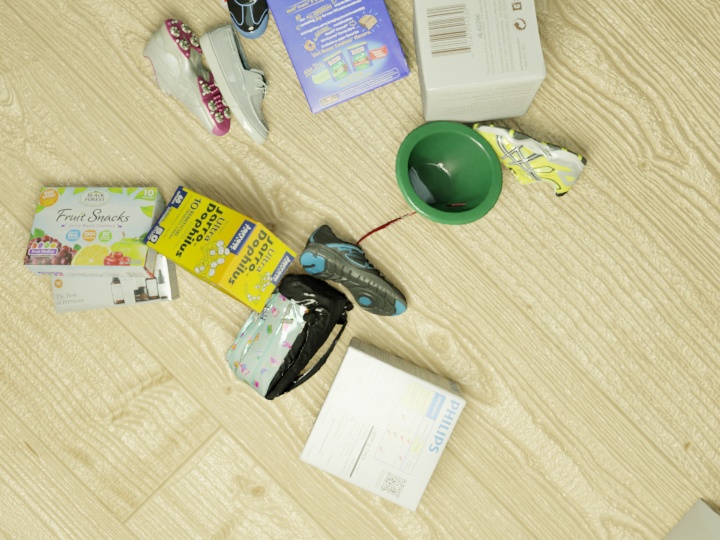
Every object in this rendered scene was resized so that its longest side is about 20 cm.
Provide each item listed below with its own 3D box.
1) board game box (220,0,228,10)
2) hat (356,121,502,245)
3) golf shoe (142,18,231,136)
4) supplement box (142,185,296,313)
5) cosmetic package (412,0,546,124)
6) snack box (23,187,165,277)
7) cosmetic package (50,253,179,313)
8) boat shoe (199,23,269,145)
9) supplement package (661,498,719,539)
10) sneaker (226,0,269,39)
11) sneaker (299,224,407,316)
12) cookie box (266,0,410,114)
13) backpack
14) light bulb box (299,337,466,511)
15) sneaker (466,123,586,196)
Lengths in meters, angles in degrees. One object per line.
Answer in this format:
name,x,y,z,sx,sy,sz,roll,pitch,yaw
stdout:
board game box,-0.183,-0.536,1.224,0.126,0.035,0.201,-13,93,4
hat,0.102,-0.130,1.221,0.199,0.176,0.166,-1,77,-16
golf shoe,-0.281,-0.302,1.236,0.091,0.075,0.200,-25,93,26
supplement box,-0.217,-0.035,1.165,0.200,0.110,0.109,24,79,37
cosmetic package,0.167,-0.323,1.123,0.166,0.200,0.168,-7,86,4
snack box,-0.428,-0.063,1.232,0.199,0.053,0.143,0,66,5
cosmetic package,-0.409,0.020,1.266,0.199,0.051,0.083,-7,92,4
boat shoe,-0.187,-0.303,1.221,0.071,0.070,0.201,-27,89,9
supplement package,0.546,0.501,1.183,0.151,0.152,0.200,40,95,0
sneaker,-0.184,-0.465,1.171,0.070,0.078,0.201,-7,94,3
sneaker,0.000,0.000,1.225,0.200,0.082,0.073,35,136,-18
cookie box,-0.033,-0.371,1.191,0.171,0.075,0.201,-21,102,5
backpack,-0.119,0.104,1.212,0.126,0.167,0.200,36,99,20
light bulb box,0.035,0.240,1.213,0.199,0.125,0.199,25,94,1
sneaker,0.252,-0.178,1.200,0.199,0.075,0.077,22,105,8
